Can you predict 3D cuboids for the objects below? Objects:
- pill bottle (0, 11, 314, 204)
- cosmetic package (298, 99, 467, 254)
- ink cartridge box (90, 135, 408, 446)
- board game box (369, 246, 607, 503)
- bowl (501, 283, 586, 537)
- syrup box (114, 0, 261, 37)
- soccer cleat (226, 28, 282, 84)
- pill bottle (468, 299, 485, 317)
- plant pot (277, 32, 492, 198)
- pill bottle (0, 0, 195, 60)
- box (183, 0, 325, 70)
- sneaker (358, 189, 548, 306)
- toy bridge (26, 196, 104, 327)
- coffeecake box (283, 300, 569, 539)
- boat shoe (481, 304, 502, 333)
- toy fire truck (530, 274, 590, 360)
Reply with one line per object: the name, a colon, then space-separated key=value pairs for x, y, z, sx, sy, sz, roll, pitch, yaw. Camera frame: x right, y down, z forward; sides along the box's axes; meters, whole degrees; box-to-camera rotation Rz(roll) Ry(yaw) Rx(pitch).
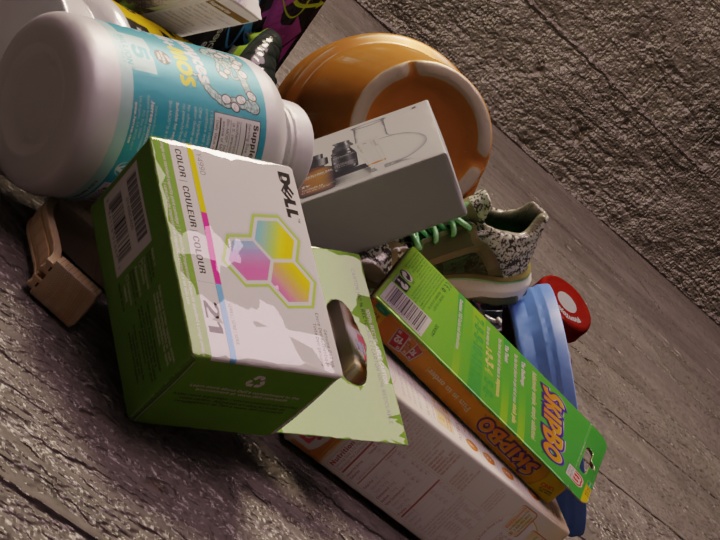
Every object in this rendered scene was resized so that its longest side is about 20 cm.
pill bottle: x=-0.124 y=-0.090 z=1.039 sx=0.200 sy=0.111 sz=0.111 roll=9 pitch=35 yaw=-45
cosmetic package: x=-0.032 y=-0.050 z=1.168 sx=0.151 sy=0.199 sz=0.052 roll=-98 pitch=168 yaw=-72
ink cartridge box: x=-0.046 y=0.016 z=0.969 sx=0.199 sy=0.076 sz=0.148 roll=10 pitch=52 yaw=-37
board game box: x=0.087 y=0.076 z=1.135 sx=0.200 sy=0.030 sz=0.096 roll=43 pitch=28 yaw=-1
bowl: x=0.143 y=0.112 z=1.310 sx=0.201 sy=0.039 sz=0.202 roll=-7 pitch=90 yaw=-89
syrup box: x=-0.178 y=-0.213 z=1.219 sx=0.081 sy=0.199 sz=0.079 roll=19 pitch=65 yaw=-64
soccer cleat: x=-0.093 y=-0.114 z=1.315 sx=0.081 sy=0.068 sz=0.200 roll=27 pitch=50 yaw=-4
pill bottle: x=0.000 y=0.000 z=1.313 sx=0.200 sy=0.106 sz=0.106 roll=49 pitch=14 yaw=22
plant pot: x=0.030 y=-0.113 z=1.440 sx=0.200 sy=0.200 sz=0.183 roll=41 pitch=-8 yaw=-12
pill bottle: x=-0.180 y=-0.128 z=1.148 sx=0.114 sy=0.114 sz=0.200 roll=50 pitch=14 yaw=26
box: x=-0.115 y=-0.193 z=1.367 sx=0.036 sy=0.143 sz=0.200 roll=48 pitch=33 yaw=15
sneaker: x=0.059 y=-0.030 z=1.222 sx=0.199 sy=0.089 sz=0.077 roll=1 pitch=42 yaw=-38
toy bridge: x=-0.170 y=-0.019 z=1.020 sx=0.067 sy=0.027 sz=0.200 roll=42 pitch=14 yaw=-5
coffeecake box: x=0.037 y=0.111 z=1.141 sx=0.200 sy=0.073 sz=0.154 roll=39 pitch=13 yaw=-20
boat shoe: x=0.112 y=0.042 z=1.438 sx=0.075 sy=0.062 sz=0.201 roll=8 pitch=66 yaw=-21
toy fire truck: x=0.121 y=0.063 z=1.526 sx=0.200 sy=0.112 sz=0.168 roll=39 pitch=32 yaw=-17
